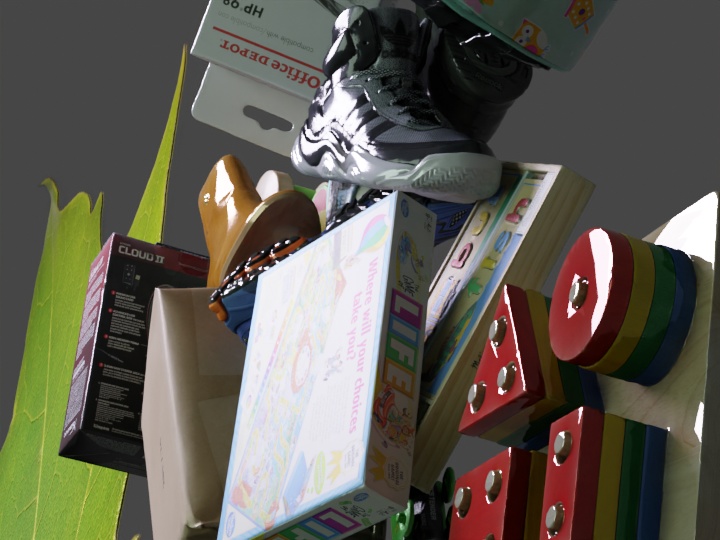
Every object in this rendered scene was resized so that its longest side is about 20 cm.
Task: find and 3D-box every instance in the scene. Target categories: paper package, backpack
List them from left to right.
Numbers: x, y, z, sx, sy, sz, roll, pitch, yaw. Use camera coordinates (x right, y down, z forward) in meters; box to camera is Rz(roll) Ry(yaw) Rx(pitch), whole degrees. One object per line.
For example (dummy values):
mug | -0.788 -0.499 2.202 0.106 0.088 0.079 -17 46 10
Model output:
paper package | -0.093 0.139 1.495 0.191 0.102 0.201 104 159 -51
backpack | 0.080 -0.209 1.231 0.154 0.175 0.200 -50 17 21

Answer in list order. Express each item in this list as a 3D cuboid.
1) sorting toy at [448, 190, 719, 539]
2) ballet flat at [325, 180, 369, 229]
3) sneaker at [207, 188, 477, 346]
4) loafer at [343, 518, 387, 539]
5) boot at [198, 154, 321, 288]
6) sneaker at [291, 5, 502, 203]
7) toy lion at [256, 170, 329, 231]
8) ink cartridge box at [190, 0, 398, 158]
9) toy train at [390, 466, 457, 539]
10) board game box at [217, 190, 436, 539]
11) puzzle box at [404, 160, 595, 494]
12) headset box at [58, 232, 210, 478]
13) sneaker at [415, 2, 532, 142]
sorting toy | 0.110 0.077 1.081 0.200 0.069 0.201 139 143 -61
ballet flat | 0.012 -0.005 1.480 0.074 0.074 0.202 141 137 -61
sneaker | 0.000 0.000 1.405 0.199 0.079 0.075 -27 16 18
loafer | -0.017 0.131 1.353 0.067 0.075 0.202 143 137 -86
boot | -0.084 -0.034 1.563 0.202 0.070 0.145 108 154 -49
sneaker | 0.024 -0.107 1.331 0.200 0.075 0.115 14 95 58
toy lion | -0.041 0.022 1.625 0.201 0.068 0.192 -69 26 16
ink cartridge box | -0.040 -0.182 1.478 0.067 0.115 0.202 -3 -66 -83
toy train | 0.034 0.106 1.344 0.201 0.041 0.057 -94 16 -47
board game box | -0.019 0.066 1.248 0.134 0.034 0.201 -30 41 41
puzzle box | 0.062 0.028 1.255 0.201 0.025 0.133 -61 12 -3
headset box | -0.161 0.069 1.791 0.075 0.147 0.202 136 144 -57
sneaker | 0.060 -0.155 1.436 0.201 0.075 0.091 -93 21 -48
